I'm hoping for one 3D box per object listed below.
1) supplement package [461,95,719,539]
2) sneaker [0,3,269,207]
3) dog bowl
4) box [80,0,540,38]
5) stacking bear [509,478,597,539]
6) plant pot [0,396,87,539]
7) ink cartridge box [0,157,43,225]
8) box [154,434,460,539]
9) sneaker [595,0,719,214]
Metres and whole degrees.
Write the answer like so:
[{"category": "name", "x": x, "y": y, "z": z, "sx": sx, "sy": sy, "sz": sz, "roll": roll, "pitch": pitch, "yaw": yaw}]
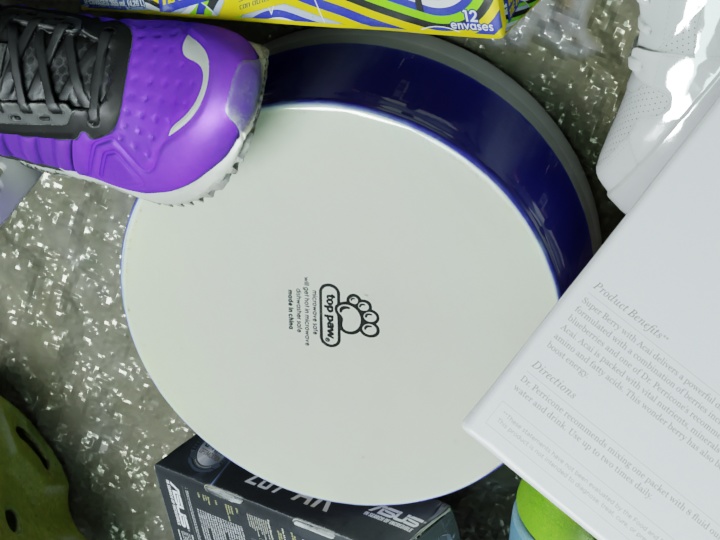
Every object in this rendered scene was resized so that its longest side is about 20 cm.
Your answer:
[{"category": "supplement package", "x": 0.152, "y": 0.020, "z": 0.891, "sx": 0.121, "sy": 0.120, "sz": 0.200, "roll": 39, "pitch": 92, "yaw": 14}, {"category": "sneaker", "x": -0.125, "y": -0.074, "z": 0.970, "sx": 0.099, "sy": 0.070, "sz": 0.200, "roll": 20, "pitch": 169, "yaw": -40}, {"category": "dog bowl", "x": 0.000, "y": 0.000, "z": 1.034, "sx": 0.199, "sy": 0.079, "sz": 0.201, "roll": 8, "pitch": 121, "yaw": 13}, {"category": "box", "x": -0.021, "y": -0.139, "z": 0.939, "sx": 0.199, "sy": 0.070, "sz": 0.064, "roll": 7, "pitch": 123, "yaw": 31}, {"category": "stacking bear", "x": 0.129, "y": 0.090, "z": 1.039, "sx": 0.113, "sy": 0.122, "sz": 0.201, "roll": 13, "pitch": 114, "yaw": 1}, {"category": "plant pot", "x": -0.237, "y": 0.150, "z": 1.148, "sx": 0.184, "sy": 0.201, "sz": 0.201, "roll": -23, "pitch": 111, "yaw": 16}, {"category": "ink cartridge box", "x": -0.246, "y": -0.033, "z": 1.070, "sx": 0.199, "sy": 0.116, "sz": 0.068, "roll": 16, "pitch": 124, "yaw": 8}, {"category": "box", "x": -0.010, "y": 0.182, "z": 1.128, "sx": 0.160, "sy": 0.043, "sz": 0.201, "roll": 14, "pitch": 128, "yaw": 43}, {"category": "sneaker", "x": 0.122, "y": -0.125, "z": 0.933, "sx": 0.115, "sy": 0.074, "sz": 0.200, "roll": 32, "pitch": 114, "yaw": -1}]
